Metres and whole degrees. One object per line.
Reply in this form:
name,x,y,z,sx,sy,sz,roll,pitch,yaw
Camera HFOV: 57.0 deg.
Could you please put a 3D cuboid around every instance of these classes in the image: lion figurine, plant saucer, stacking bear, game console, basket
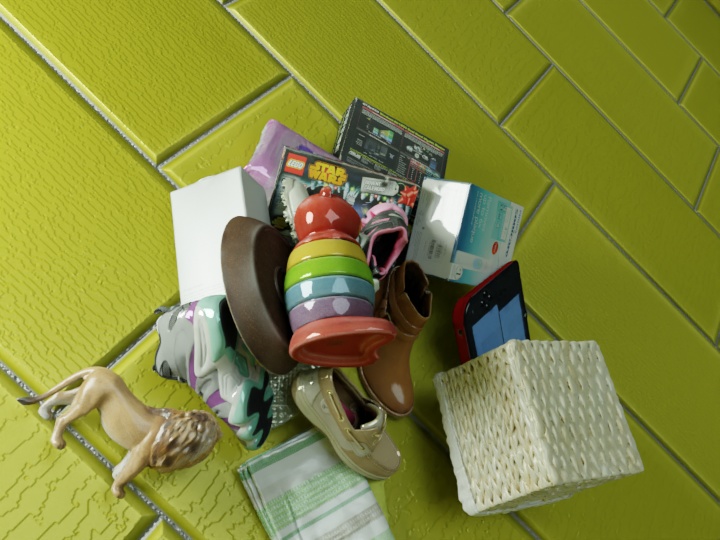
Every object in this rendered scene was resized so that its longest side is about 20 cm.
lion figurine,-0.261,0.164,0.734,0.200,0.072,0.123,43,84,-13
plant saucer,-0.103,0.025,0.802,0.200,0.034,0.200,-16,90,-76
stacking bear,-0.035,0.001,0.781,0.114,0.121,0.200,1,64,-15
game console,0.216,0.105,1.043,0.177,0.031,0.200,-30,117,-37
basket,0.236,0.209,0.894,0.198,0.161,0.200,5,62,-33

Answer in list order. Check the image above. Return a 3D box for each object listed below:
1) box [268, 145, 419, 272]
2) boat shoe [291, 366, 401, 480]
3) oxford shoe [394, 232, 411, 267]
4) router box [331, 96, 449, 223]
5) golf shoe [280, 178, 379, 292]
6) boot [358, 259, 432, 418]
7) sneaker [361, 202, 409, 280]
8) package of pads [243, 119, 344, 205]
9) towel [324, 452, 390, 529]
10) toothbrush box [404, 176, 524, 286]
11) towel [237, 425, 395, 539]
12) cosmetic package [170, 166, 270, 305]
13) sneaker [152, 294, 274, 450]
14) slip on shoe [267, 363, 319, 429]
box,-0.030,-0.086,0.956,0.200,0.040,0.137,14,103,-12
boat shoe,-0.002,0.195,0.845,0.200,0.069,0.074,48,32,-25
oxford shoe,0.088,-0.010,1.079,0.200,0.071,0.071,-47,124,-41
router box,0.049,-0.184,1.135,0.200,0.062,0.150,26,55,-17
golf shoe,-0.040,-0.040,0.879,0.097,0.078,0.200,-22,77,1
boot,0.061,0.095,0.935,0.077,0.155,0.200,2,65,-31
sneaker,0.000,0.000,0.915,0.079,0.200,0.095,31,12,-23
package of pads,-0.082,-0.130,1.020,0.200,0.076,0.121,30,56,-15
towel,-0.007,0.299,0.877,0.086,0.018,0.200,3,65,-24
toothbrush box,0.166,-0.052,1.041,0.200,0.085,0.147,11,93,-55
towel,-0.046,0.301,0.830,0.149,0.031,0.200,-23,77,-30
cosmetic package,-0.176,-0.022,0.871,0.081,0.113,0.200,44,33,-63
sneaker,-0.190,0.126,0.801,0.078,0.140,0.200,-44,124,-63
slip on shoe,-0.091,0.143,0.883,0.200,0.061,0.074,-42,97,-26
